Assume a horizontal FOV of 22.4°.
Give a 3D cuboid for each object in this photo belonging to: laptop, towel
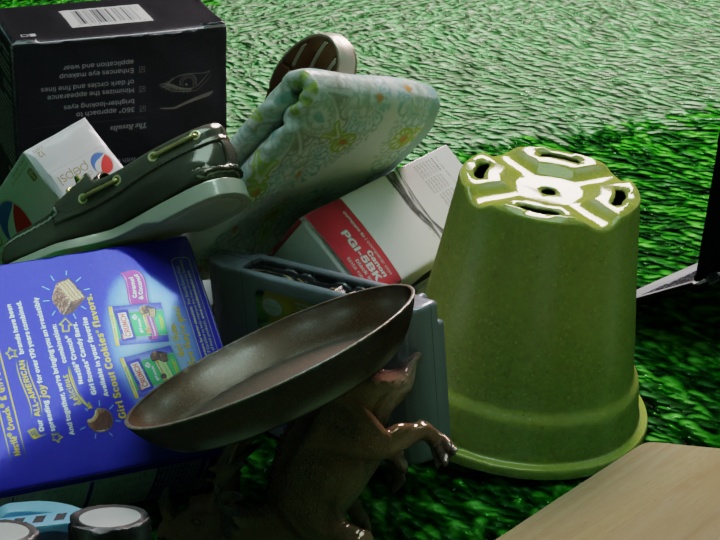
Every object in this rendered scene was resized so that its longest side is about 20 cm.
[{"bbox_3d":[0.297,-0.057,1.503,0.186,0.117,0.199,-19,0,-40],"label":"laptop"},{"bbox_3d":[-0.048,-0.070,1.352,0.048,0.200,0.171,52,28,18],"label":"towel"}]

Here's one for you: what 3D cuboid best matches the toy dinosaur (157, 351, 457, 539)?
[{"bbox_3d":[-0.029,0.118,1.145,0.135,0.201,0.086,36,-12,-14],"label":"toy dinosaur"}]

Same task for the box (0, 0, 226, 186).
[{"bbox_3d":[-0.230,-0.137,1.660,0.195,0.202,0.117,-7,25,-20],"label":"box"}]

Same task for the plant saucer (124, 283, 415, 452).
[{"bbox_3d":[-0.052,0.065,1.136,0.199,0.032,0.200,-23,9,4],"label":"plant saucer"}]

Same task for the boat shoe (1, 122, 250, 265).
[{"bbox_3d":[-0.172,-0.043,1.282,0.200,0.061,0.072,-21,-16,21],"label":"boat shoe"}]

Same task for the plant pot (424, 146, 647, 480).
[{"bbox_3d":[0.123,0.019,1.309,0.198,0.186,0.201,5,27,-3],"label":"plant pot"}]

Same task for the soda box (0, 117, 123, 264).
[{"bbox_3d":[-0.256,-0.035,1.432,0.064,0.200,0.068,51,50,5],"label":"soda box"}]

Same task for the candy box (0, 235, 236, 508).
[{"bbox_3d":[-0.194,0.077,1.230,0.198,0.077,0.170,-8,61,-22],"label":"candy box"}]

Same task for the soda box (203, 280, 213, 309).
[{"bbox_3d":[-0.183,0.036,1.392,0.068,0.064,0.200,53,37,3],"label":"soda box"}]

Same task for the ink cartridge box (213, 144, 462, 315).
[{"bbox_3d":[0.000,0.000,1.406,0.083,0.147,0.200,50,40,9],"label":"ink cartridge box"}]

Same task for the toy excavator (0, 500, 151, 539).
[{"bbox_3d":[-0.226,0.180,1.084,0.193,0.101,0.200,-4,11,-17],"label":"toy excavator"}]

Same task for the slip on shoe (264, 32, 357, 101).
[{"bbox_3d":[-0.040,-0.111,1.439,0.060,0.201,0.076,-4,51,-31],"label":"slip on shoe"}]

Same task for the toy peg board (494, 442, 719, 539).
[{"bbox_3d":[0.206,0.190,1.087,0.198,0.099,0.199,1,17,43],"label":"toy peg board"}]

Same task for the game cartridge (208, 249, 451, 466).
[{"bbox_3d":[-0.025,0.065,1.281,0.199,0.135,0.040,13,31,38],"label":"game cartridge"}]
